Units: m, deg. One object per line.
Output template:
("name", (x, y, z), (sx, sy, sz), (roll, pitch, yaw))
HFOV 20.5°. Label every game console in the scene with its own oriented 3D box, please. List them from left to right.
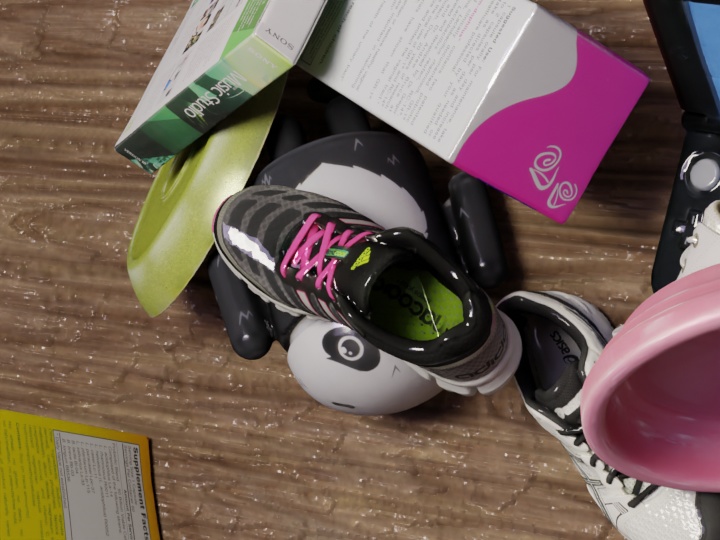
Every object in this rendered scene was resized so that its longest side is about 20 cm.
("game console", (0.242, -0.055, 1.088), (0.200, 0.119, 0.173), (13, 87, 37))

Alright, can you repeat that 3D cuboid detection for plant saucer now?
("plant saucer", (-0.107, -0.065, 1.319), (0.200, 0.031, 0.200), (-56, 16, 25))
("plant saucer", (0.213, 0.051, 1.039), (0.200, 0.200, 0.051), (-25, 51, 29))

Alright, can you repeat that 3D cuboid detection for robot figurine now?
("robot figurine", (-0.003, -0.008, 1.247), (0.150, 0.125, 0.200), (-35, 60, 36))

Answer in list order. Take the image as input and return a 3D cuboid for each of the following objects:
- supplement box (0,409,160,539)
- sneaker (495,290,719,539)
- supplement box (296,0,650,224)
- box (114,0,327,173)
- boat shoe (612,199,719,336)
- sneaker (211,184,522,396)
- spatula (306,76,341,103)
("supplement box", (-0.238, 0.164, 1.328), (0.109, 0.200, 0.109), (-21, 68, 30))
("sneaker", (0.137, 0.093, 1.149), (0.076, 0.088, 0.200), (-46, 59, 16))
("supplement box", (0.059, -0.121, 1.173), (0.103, 0.101, 0.200), (-60, 36, 5))
("box", (-0.074, -0.154, 1.252), (0.200, 0.036, 0.144), (-31, 31, 56))
("boat shoe", (0.209, -0.008, 1.080), (0.200, 0.071, 0.069), (-32, 90, 36))
("sneaker", (0.000, 0.000, 1.131), (0.200, 0.087, 0.074), (30, 78, 17))
("spatula", (0.039, -0.111, 1.306), (0.200, 0.021, 0.057), (13, 89, 37))
